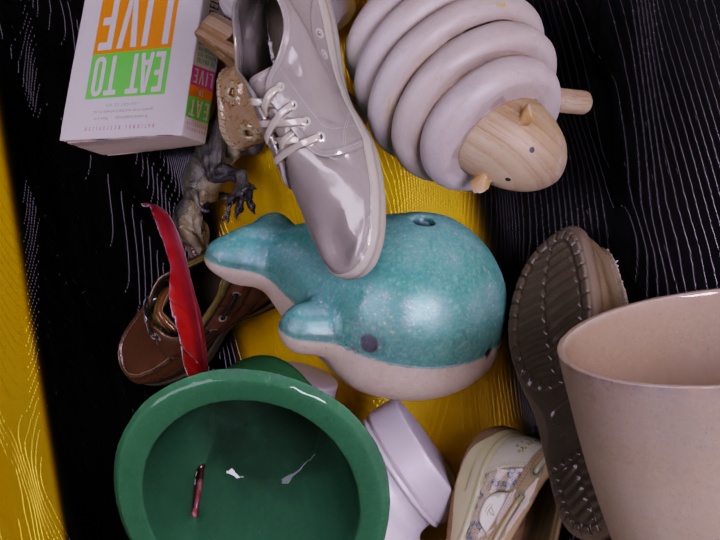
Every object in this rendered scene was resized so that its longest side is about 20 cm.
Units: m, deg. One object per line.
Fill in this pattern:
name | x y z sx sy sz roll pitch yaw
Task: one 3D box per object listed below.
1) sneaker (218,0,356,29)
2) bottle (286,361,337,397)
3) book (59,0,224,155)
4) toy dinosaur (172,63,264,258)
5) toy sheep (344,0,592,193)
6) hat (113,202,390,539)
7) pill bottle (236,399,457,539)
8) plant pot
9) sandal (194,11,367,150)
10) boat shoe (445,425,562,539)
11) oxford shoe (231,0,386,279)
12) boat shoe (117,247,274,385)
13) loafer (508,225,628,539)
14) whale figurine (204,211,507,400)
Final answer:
sneaker | -0.088 -0.232 1.270 0.200 0.075 0.100 38 160 17
bottle | -0.064 0.163 1.281 0.065 0.083 0.201 36 114 51
book | -0.152 -0.192 1.381 0.133 0.048 0.201 -1 78 43
toy dinosaur | -0.091 -0.090 1.337 0.088 0.047 0.201 34 110 46
toy sheep | 0.058 -0.121 1.130 0.200 0.137 0.138 49 121 33
hat | -0.060 0.084 1.148 0.165 0.176 0.201 -1 118 5
pill bottle | -0.035 0.173 1.190 0.200 0.112 0.113 -35 62 4
plant pot | 0.205 0.128 0.972 0.187 0.187 0.201 6 107 44
sandal | -0.068 -0.112 1.235 0.070 0.078 0.212 -51 35 -2
boat shoe | 0.084 0.200 1.144 0.063 0.073 0.201 15 100 46
oxford shoe | -0.036 -0.088 1.109 0.075 0.058 0.201 -28 72 44
boat shoe | -0.129 0.026 1.355 0.200 0.068 0.072 -38 66 38
loafer | 0.140 0.069 1.099 0.076 0.067 0.201 -31 54 41
whale figurine | 0.000 0.000 1.166 0.199 0.159 0.104 26 121 25
